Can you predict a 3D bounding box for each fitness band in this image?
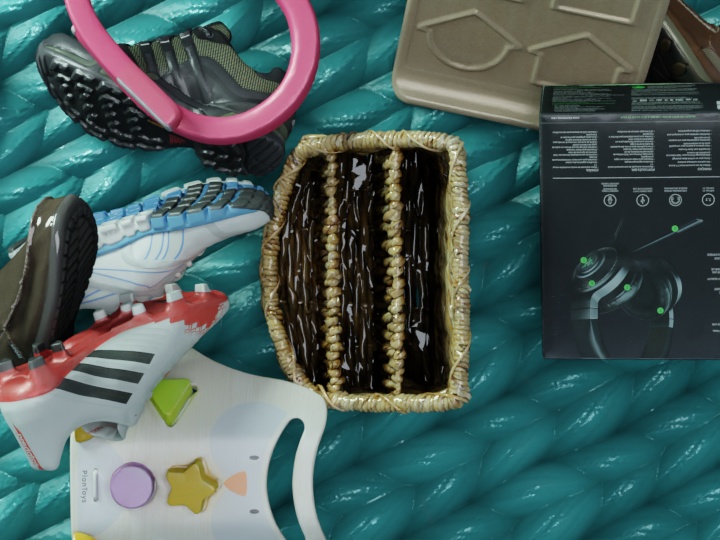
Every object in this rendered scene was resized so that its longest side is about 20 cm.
[{"bbox_3d":[-0.119,-0.180,1.650,0.144,0.037,0.200,-43,83,-7],"label":"fitness band"}]

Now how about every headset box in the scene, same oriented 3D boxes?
[{"bbox_3d":[0.218,-0.029,1.697,0.173,0.093,0.201,-1,107,7],"label":"headset box"}]

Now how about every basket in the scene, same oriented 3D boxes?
[{"bbox_3d":[0.000,0.000,1.683,0.142,0.149,0.201,0,92,-7],"label":"basket"}]

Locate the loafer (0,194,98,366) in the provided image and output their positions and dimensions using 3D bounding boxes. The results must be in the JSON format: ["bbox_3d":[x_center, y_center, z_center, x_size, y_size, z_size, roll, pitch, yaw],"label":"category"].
[{"bbox_3d":[-0.238,0.025,1.654,0.071,0.073,0.200,22,128,5],"label":"loafer"}]

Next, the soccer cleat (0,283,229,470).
[{"bbox_3d":[-0.166,0.070,1.621,0.200,0.068,0.085,-28,108,-42],"label":"soccer cleat"}]

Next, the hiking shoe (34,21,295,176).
[{"bbox_3d":[-0.137,-0.139,1.712,0.199,0.076,0.101,21,56,6],"label":"hiking shoe"}]

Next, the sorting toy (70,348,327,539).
[{"bbox_3d":[-0.110,0.149,1.674,0.179,0.107,0.201,-1,91,9],"label":"sorting toy"}]

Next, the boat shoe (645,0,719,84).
[{"bbox_3d":[0.267,-0.145,1.756,0.074,0.076,0.200,-41,100,-22],"label":"boat shoe"}]

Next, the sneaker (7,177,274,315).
[{"bbox_3d":[-0.150,-0.008,1.699,0.199,0.075,0.087,-15,106,16],"label":"sneaker"}]

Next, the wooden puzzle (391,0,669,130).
[{"bbox_3d":[0.128,-0.198,1.705,0.185,0.046,0.200,11,130,-1],"label":"wooden puzzle"}]
